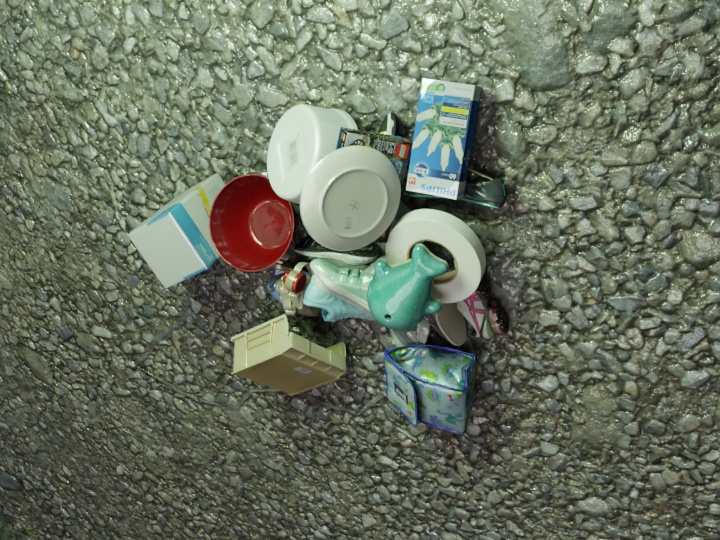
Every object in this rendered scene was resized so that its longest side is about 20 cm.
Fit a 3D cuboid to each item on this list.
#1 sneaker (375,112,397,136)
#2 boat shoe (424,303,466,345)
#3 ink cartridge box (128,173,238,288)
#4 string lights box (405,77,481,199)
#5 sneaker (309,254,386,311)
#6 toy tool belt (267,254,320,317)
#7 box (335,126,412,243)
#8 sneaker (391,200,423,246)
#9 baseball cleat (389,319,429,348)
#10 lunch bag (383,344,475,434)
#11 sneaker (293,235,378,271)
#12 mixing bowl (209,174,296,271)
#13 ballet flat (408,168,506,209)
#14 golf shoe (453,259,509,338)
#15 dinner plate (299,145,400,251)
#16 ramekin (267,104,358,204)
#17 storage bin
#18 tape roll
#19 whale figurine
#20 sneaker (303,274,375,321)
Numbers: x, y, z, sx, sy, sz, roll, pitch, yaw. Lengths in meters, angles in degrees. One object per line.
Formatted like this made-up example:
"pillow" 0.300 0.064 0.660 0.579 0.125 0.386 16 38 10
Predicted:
"sneaker" 0.010 -0.213 1.447 0.082 0.072 0.203 21 97 1
"boat shoe" 0.155 0.075 1.604 0.201 0.073 0.062 56 146 -10
"ink cartridge box" -0.373 -0.090 1.671 0.145 0.201 0.147 -21 110 34
"string lights box" 0.151 -0.239 1.375 0.101 0.059 0.204 12 103 19
"sneaker" 0.000 0.000 1.561 0.198 0.074 0.119 30 105 -5
"toy tool belt" -0.155 0.030 1.662 0.121 0.126 0.200 24 170 21
"box" 0.008 -0.155 1.399 0.134 0.038 0.203 3 114 -25
"sneaker" 0.037 -0.104 1.540 0.200 0.075 0.105 46 124 4
"baseball cleat" 0.094 0.090 1.646 0.105 0.070 0.202 -17 115 18
"lunch bag" 0.147 0.254 1.652 0.197 0.128 0.172 13 138 19
"sneaker" -0.056 -0.026 1.636 0.197 0.074 0.080 12 128 19
"mixing bowl" -0.214 -0.100 1.624 0.196 0.108 0.204 0 91 18
"ballet flat" 0.186 -0.163 1.444 0.197 0.073 0.074 11 123 27
"golf shoe" 0.228 0.056 1.543 0.091 0.073 0.202 -16 110 32
"dinner plate" -0.014 -0.125 1.369 0.197 0.024 0.203 -10 119 -18
"ramekin" -0.097 -0.220 1.455 0.199 0.097 0.205 -12 75 50
"storage bin" -0.164 0.199 1.746 0.197 0.095 0.199 -24 143 34
"tape roll" 0.143 -0.026 1.457 0.200 0.037 0.205 17 135 18
"whale figurine" 0.087 0.038 1.444 0.158 0.104 0.200 37 137 -3
"sneaker" -0.045 0.077 1.643 0.198 0.074 0.083 29 100 -32
